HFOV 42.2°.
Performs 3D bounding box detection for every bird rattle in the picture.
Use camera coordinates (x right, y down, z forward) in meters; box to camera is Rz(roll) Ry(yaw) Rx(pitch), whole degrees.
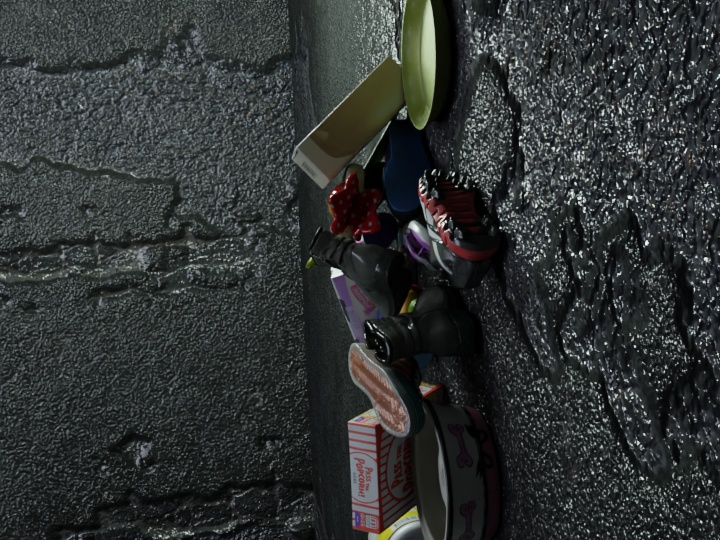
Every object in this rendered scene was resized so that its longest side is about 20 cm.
[{"bbox_3d":[-0.024,-0.085,1.376,0.200,0.112,0.164,93,180,-52],"label":"bird rattle"}]

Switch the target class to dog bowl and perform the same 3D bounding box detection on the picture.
[{"bbox_3d":[0.120,0.262,1.194,0.200,0.073,0.201,177,90,-81],"label":"dog bowl"}]

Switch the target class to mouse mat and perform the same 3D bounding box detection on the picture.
[{"bbox_3d":[0.018,-0.173,1.557,0.161,0.008,0.200,-61,-3,-14],"label":"mouse mat"}]

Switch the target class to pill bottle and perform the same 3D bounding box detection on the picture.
[{"bbox_3d":[0.073,0.422,1.433,0.200,0.109,0.110,161,105,-81],"label":"pill bottle"}]

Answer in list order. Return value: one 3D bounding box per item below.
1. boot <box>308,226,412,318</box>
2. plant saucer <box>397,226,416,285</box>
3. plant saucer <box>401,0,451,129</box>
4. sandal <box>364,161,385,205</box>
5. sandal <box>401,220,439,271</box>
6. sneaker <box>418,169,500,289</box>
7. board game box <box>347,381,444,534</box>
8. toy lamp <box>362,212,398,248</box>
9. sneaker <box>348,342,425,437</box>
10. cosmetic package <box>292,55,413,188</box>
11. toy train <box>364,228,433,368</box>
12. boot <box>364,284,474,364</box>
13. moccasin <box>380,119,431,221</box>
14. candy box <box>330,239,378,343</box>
[{"bbox_3d":[0.000,0.000,1.315,0.068,0.130,0.200,-63,-17,-19],"label":"boot"},{"bbox_3d":[0.078,0.032,1.535,0.070,0.019,0.201,-130,37,-75],"label":"plant saucer"},{"bbox_3d":[0.091,-0.294,1.276,0.200,0.031,0.201,177,90,-81],"label":"plant saucer"},{"bbox_3d":[0.016,-0.125,1.510,0.201,0.048,0.075,-52,1,38],"label":"sandal"},{"bbox_3d":[0.087,-0.026,1.254,0.050,0.082,0.203,-53,3,3],"label":"sandal"},{"bbox_3d":[0.111,-0.049,1.126,0.201,0.070,0.098,-109,20,-54],"label":"sneaker"},{"bbox_3d":[0.055,0.256,1.308,0.200,0.046,0.152,-19,-71,-56],"label":"board game box"},{"bbox_3d":[0.034,-0.067,1.556,0.200,0.058,0.059,-42,-51,-82],"label":"toy lamp"},{"bbox_3d":[0.051,0.145,1.197,0.200,0.079,0.072,-130,43,-60],"label":"sneaker"},{"bbox_3d":[-0.009,-0.222,1.413,0.071,0.200,0.105,44,171,-4],"label":"cosmetic package"},{"bbox_3d":[0.073,0.045,1.425,0.116,0.084,0.201,26,113,61],"label":"toy train"},{"bbox_3d":[0.064,0.067,1.231,0.200,0.130,0.068,-127,35,-73],"label":"boot"},{"bbox_3d":[0.072,-0.139,1.371,0.068,0.080,0.201,91,-176,-47],"label":"moccasin"},{"bbox_3d":[0.007,0.038,1.590,0.200,0.071,0.168,-96,-13,-69],"label":"candy box"}]
